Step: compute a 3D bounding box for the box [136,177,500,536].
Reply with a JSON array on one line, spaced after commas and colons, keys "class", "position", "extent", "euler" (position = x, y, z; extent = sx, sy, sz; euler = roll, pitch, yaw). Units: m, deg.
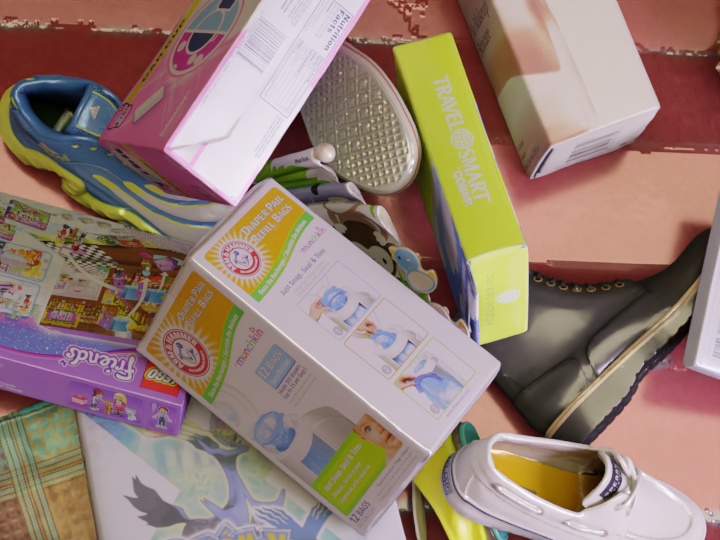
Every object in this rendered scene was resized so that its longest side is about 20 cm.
[{"class": "box", "position": [-0.029, 0.055, 1.611], "extent": [0.200, 0.113, 0.101], "euler": [39, 47, 4]}]

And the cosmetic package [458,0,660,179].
[{"class": "cosmetic package", "position": [0.127, -0.178, 1.736], "extent": [0.087, 0.103, 0.201], "euler": [-19, 79, -8]}]

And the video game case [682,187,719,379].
[{"class": "video game case", "position": [0.321, 0.026, 1.709], "extent": [0.199, 0.018, 0.144], "euler": [19, 77, -24]}]

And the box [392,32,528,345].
[{"class": "box", "position": [0.070, -0.045, 1.667], "extent": [0.047, 0.122, 0.201], "euler": [-15, 61, -4]}]

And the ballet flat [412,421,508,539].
[{"class": "ballet flat", "position": [0.080, 0.201, 1.685], "extent": [0.067, 0.067, 0.201], "euler": [-25, 78, 14]}]

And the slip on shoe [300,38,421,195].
[{"class": "slip on shoe", "position": [-0.009, -0.118, 1.693], "extent": [0.074, 0.061, 0.200], "euler": [-56, 44, 15]}]

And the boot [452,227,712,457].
[{"class": "boot", "position": [0.161, 0.014, 1.718], "extent": [0.138, 0.077, 0.200], "euler": [41, 76, 12]}]

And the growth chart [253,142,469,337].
[{"class": "growth chart", "position": [0.000, 0.000, 1.665], "extent": [0.018, 0.145, 0.200], "euler": [-37, 98, -30]}]

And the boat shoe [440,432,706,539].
[{"class": "boat shoe", "position": [0.156, 0.150, 1.660], "extent": [0.199, 0.070, 0.071], "euler": [19, 58, -20]}]

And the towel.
[{"class": "towel", "position": [-0.164, 0.145, 1.697], "extent": [0.199, 0.022, 0.147], "euler": [-20, 80, -7]}]

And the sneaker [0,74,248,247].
[{"class": "sneaker", "position": [-0.163, -0.074, 1.696], "extent": [0.199, 0.105, 0.076], "euler": [24, 79, 2]}]

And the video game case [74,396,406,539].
[{"class": "video game case", "position": [-0.079, 0.147, 1.641], "extent": [0.199, 0.022, 0.183], "euler": [-7, 55, -11]}]

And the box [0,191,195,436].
[{"class": "box", "position": [-0.200, 0.024, 1.678], "extent": [0.199, 0.039, 0.137], "euler": [15, 51, 1]}]

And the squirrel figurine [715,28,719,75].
[{"class": "squirrel figurine", "position": [0.352, -0.153, 1.745], "extent": [0.199, 0.142, 0.187], "euler": [3, 89, 11]}]

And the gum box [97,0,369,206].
[{"class": "gum box", "position": [-0.076, -0.146, 1.635], "extent": [0.066, 0.113, 0.200], "euler": [38, 78, -26]}]
